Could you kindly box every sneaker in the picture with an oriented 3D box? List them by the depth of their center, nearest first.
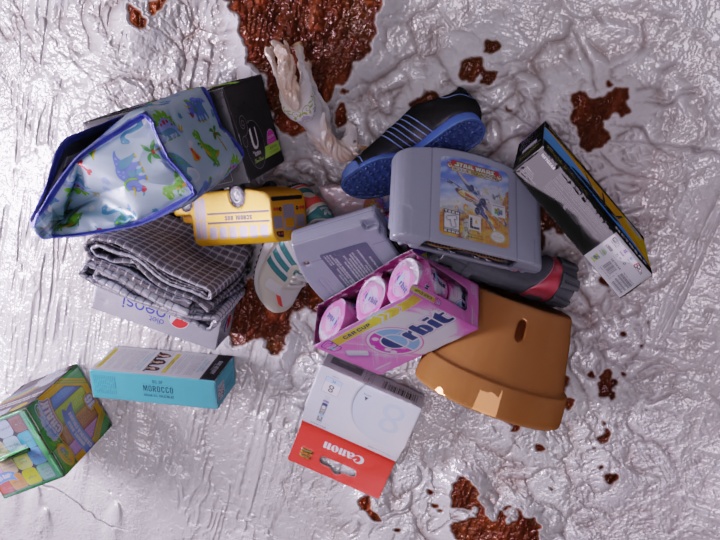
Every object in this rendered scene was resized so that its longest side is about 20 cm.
[{"bbox_3d":[0.063,-0.162,1.108,0.199,0.078,0.070,-24,136,15],"label":"sneaker"},{"bbox_3d":[-0.084,-0.013,1.177,0.093,0.070,0.200,38,125,35],"label":"sneaker"}]

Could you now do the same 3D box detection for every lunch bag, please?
[{"bbox_3d":[-0.259,-0.113,0.988,0.200,0.170,0.128,-27,102,22],"label":"lunch bag"}]

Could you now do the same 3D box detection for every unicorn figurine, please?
[{"bbox_3d":[-0.060,-0.209,1.102,0.074,0.200,0.138,-28,75,25],"label":"unicorn figurine"}]

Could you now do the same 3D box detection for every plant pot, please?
[{"bbox_3d":[0.186,0.103,1.130,0.199,0.200,0.141,19,95,5],"label":"plant pot"}]

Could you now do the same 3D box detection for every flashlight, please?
[{"bbox_3d":[0.183,-0.010,1.107,0.199,0.068,0.068,21,117,-20],"label":"flashlight"}]

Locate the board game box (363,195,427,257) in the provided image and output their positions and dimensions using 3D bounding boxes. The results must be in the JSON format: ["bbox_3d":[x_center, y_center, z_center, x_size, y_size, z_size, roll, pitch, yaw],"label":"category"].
[{"bbox_3d":[0.099,-0.055,1.129,0.200,0.039,0.158,-28,102,19],"label":"board game box"}]

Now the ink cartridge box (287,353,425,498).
[{"bbox_3d":[-0.013,0.242,1.291,0.160,0.047,0.201,23,111,3],"label":"ink cartridge box"}]

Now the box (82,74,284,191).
[{"bbox_3d":[-0.225,-0.167,1.134,0.199,0.149,0.125,-11,106,16],"label":"box"}]

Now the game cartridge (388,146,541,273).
[{"bbox_3d":[0.131,-0.078,1.055,0.199,0.042,0.134,12,70,-19],"label":"game cartridge"}]

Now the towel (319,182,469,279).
[{"bbox_3d":[0.047,-0.031,1.186,0.199,0.032,0.192,-1,109,12],"label":"towel"}]

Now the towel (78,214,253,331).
[{"bbox_3d":[-0.257,-0.008,1.193,0.199,0.166,0.086,23,110,4],"label":"towel"}]

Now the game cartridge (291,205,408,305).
[{"bbox_3d":[0.000,0.000,1.118,0.133,0.041,0.200,-18,138,18],"label":"game cartridge"}]

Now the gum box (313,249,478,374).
[{"bbox_3d":[0.047,0.056,1.092,0.113,0.066,0.200,27,141,-30],"label":"gum box"}]

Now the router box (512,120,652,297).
[{"bbox_3d":[0.268,-0.079,1.055,0.051,0.149,0.200,-39,98,23],"label":"router box"}]

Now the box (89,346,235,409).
[{"bbox_3d":[-0.296,0.160,1.307,0.199,0.082,0.049,4,112,12],"label":"box"}]

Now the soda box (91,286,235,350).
[{"bbox_3d":[-0.287,0.047,1.273,0.199,0.063,0.069,18,111,6],"label":"soda box"}]

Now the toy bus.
[{"bbox_3d":[-0.163,-0.075,1.153,0.199,0.065,0.079,-1,97,41],"label":"toy bus"}]

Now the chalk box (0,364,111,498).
[{"bbox_3d":[-0.497,0.253,1.322,0.124,0.200,0.124,-21,104,19],"label":"chalk box"}]
